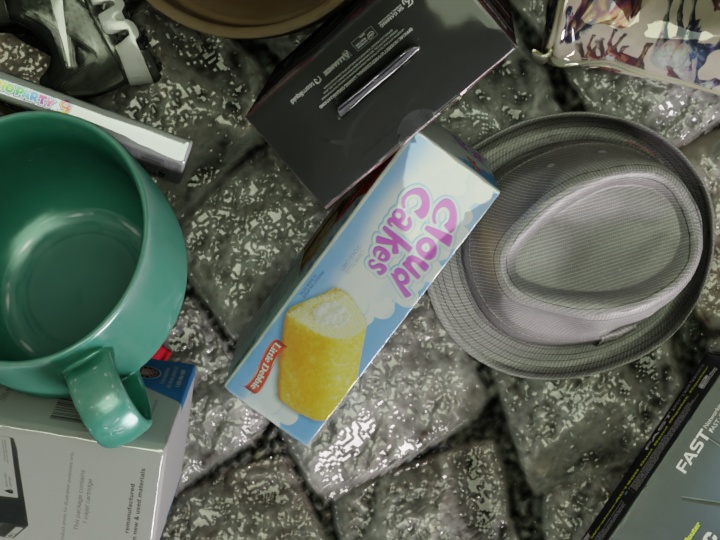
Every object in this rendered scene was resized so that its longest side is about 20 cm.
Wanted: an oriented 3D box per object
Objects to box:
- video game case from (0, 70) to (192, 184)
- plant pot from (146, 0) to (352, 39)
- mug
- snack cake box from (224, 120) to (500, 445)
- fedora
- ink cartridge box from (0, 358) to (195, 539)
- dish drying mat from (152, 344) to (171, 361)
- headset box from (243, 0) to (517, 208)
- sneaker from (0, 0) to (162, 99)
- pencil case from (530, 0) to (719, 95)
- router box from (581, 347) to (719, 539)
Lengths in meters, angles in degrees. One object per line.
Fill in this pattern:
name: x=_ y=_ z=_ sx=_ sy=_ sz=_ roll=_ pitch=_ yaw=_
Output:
video game case: x=-0.202 y=-0.100 z=1.168 sx=0.199 sy=0.143 sz=0.018 roll=20 pitch=86 yaw=-6
plant pot: x=-0.061 y=-0.244 z=1.188 sx=0.200 sy=0.093 sz=0.202 roll=1 pitch=94 yaw=13
mug: x=-0.180 y=0.013 z=1.104 sx=0.151 sy=0.114 sz=0.186 roll=3 pitch=73 yaw=12
snack cake box: x=0.000 y=0.000 z=1.188 sx=0.067 sy=0.115 sz=0.200 roll=36 pitch=101 yaw=-6
fedora: x=0.142 y=-0.015 z=1.229 sx=0.199 sy=0.090 sz=0.178 roll=-9 pitch=93 yaw=-5
ink cartridge box: x=-0.212 y=0.103 z=1.161 sx=0.199 sy=0.145 sz=0.085 roll=9 pitch=107 yaw=0
dish drying mat: x=-0.227 y=0.028 z=1.234 sx=0.200 sy=0.018 sz=0.077 roll=35 pitch=89 yaw=-6
headset box: x=0.015 y=-0.127 z=1.142 sx=0.149 sy=0.200 sz=0.077 roll=-40 pitch=99 yaw=13
sneaker: x=-0.206 y=-0.193 z=1.194 sx=0.090 sy=0.066 sz=0.201 roll=-26 pitch=85 yaw=-4
pencil case: x=0.212 y=-0.154 z=1.236 sx=0.199 sy=0.078 sz=0.090 roll=11 pitch=72 yaw=-6
router box: x=0.245 y=0.175 z=1.261 sx=0.150 sy=0.062 sz=0.200 roll=34 pitch=89 yaw=-4
